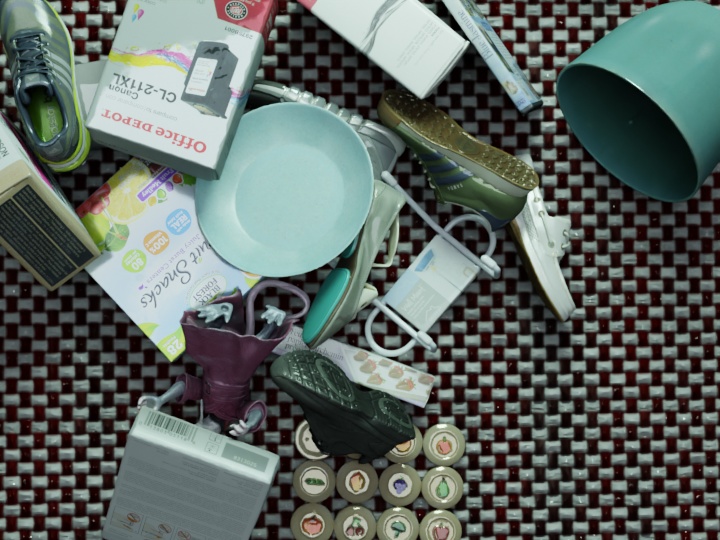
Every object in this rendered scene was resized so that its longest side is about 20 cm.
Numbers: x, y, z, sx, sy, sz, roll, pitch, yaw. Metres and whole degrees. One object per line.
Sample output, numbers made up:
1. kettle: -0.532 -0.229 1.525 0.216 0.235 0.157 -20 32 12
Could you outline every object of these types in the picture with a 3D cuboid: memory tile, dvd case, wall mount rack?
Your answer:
1. memory tile: 0.021 0.246 1.517 0.200 0.017 0.153 4 87 -3
2. dvd case: 0.139 -0.262 1.481 0.018 0.143 0.200 -35 90 15
3. wall mount rack: 0.057 -0.007 1.500 0.174 0.075 0.200 39 85 12

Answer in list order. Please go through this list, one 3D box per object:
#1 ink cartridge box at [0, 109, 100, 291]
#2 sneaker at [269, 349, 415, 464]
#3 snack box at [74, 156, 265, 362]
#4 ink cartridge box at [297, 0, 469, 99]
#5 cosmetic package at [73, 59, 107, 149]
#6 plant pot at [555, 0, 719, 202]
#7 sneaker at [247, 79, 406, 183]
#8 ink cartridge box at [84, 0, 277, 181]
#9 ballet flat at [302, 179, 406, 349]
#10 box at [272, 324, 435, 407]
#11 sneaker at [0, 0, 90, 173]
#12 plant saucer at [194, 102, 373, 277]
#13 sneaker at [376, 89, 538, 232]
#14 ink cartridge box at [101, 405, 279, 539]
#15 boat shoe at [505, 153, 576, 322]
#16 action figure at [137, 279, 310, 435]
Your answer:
1. ink cartridge box: -0.376 -0.098 1.393 0.075 0.165 0.200 -35 57 -4
2. sneaker: -0.030 0.159 1.437 0.091 0.076 0.200 -42 125 19
3. snack box: -0.217 -0.025 1.487 0.169 0.068 0.200 -44 92 -5
4. ink cartridge box: 0.020 -0.282 1.467 0.200 0.146 0.085 37 100 -1
5. cosmetic package: -0.261 -0.189 1.472 0.200 0.107 0.090 -8 87 -5
6. plant pot: 0.347 -0.203 1.470 0.201 0.201 0.161 46 75 -1
7. sneaker: -0.056 -0.136 1.499 0.200 0.075 0.116 21 89 -3
8. ink cartridge box: -0.186 -0.212 1.384 0.146 0.083 0.200 18 85 -3
9. ballet flat: 0.000 0.000 1.442 0.064 0.067 0.200 23 85 -22
10. box: -0.014 0.105 1.508 0.200 0.041 0.039 20 87 -3
11. sneaker: -0.333 -0.205 1.376 0.074 0.081 0.200 -19 86 -3
12. plant saucer: -0.081 -0.085 1.443 0.201 0.039 0.201 -3 75 10
13. sneaker: 0.094 -0.114 1.470 0.200 0.067 0.090 32 129 8
14. ink cartridge box: -0.190 0.251 1.454 0.162 0.200 0.050 20 44 -3
15. boat shoe: 0.211 -0.041 1.511 0.069 0.071 0.200 -23 88 -3
16. action figure: -0.153 0.112 1.461 0.134 0.149 0.200 24 129 13
